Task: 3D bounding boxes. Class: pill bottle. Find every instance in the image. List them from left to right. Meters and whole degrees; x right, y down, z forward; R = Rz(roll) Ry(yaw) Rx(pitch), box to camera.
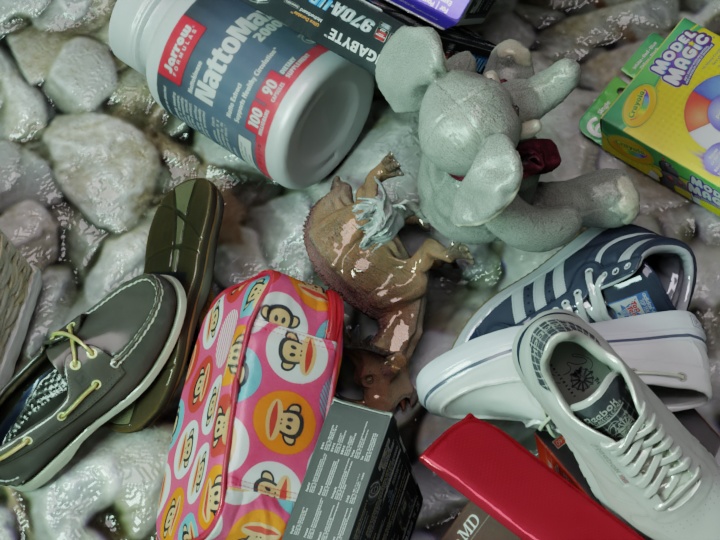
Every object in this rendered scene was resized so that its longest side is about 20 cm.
[{"bbox_3d":[-0.099,-0.161,1.382,0.199,0.120,0.120,32,72,24],"label":"pill bottle"}]

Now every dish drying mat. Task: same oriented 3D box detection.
[{"bbox_3d":[0.134,0.163,1.112,0.200,0.018,0.077,37,32,14],"label":"dish drying mat"}]

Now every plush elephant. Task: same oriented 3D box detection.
[{"bbox_3d":[0.089,-0.093,1.191,0.199,0.155,0.165,-24,72,-17],"label":"plush elephant"}]

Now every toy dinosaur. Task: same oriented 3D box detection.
[{"bbox_3d":[0.000,0.000,1.297,0.135,0.086,0.200,-32,61,-6],"label":"toy dinosaur"}]

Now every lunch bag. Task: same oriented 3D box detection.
[{"bbox_3d":[-0.085,0.110,1.218,0.082,0.176,0.201,19,70,-20],"label":"lunch bag"}]

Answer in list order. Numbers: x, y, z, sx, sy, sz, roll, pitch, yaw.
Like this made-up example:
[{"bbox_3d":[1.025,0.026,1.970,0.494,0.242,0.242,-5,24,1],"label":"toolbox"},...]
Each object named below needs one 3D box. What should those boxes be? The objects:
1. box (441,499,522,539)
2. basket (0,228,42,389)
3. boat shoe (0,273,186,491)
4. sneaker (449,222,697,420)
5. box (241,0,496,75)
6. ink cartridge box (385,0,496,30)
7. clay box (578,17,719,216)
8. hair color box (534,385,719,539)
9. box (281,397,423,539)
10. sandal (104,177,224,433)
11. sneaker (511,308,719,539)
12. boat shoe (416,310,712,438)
[{"bbox_3d":[0.138,0.233,1.133,0.200,0.075,0.100,46,116,29],"label":"box"},{"bbox_3d":[-0.374,0.042,1.302,0.197,0.161,0.201,9,66,14],"label":"basket"},{"bbox_3d":[-0.208,0.077,1.272,0.201,0.061,0.072,-48,52,7],"label":"boat shoe"},{"bbox_3d":[0.151,0.038,1.232,0.200,0.070,0.108,-41,23,-14],"label":"sneaker"},{"bbox_3d":[0.014,-0.187,1.333,0.159,0.200,0.046,32,104,23],"label":"box"},{"bbox_3d":[0.004,-0.246,1.348,0.197,0.200,0.044,28,104,6],"label":"ink cartridge box"},{"bbox_3d":[0.274,-0.110,1.327,0.199,0.048,0.115,33,72,23],"label":"clay box"},{"bbox_3d":[0.218,0.163,1.184,0.101,0.061,0.200,-36,63,-9],"label":"hair color box"},{"bbox_3d":[-0.017,0.208,1.147,0.043,0.160,0.201,13,66,17],"label":"box"},{"bbox_3d":[-0.141,0.030,1.322,0.081,0.055,0.201,2,71,38],"label":"sandal"},{"bbox_3d":[0.172,0.111,1.104,0.076,0.080,0.200,-45,94,-4],"label":"sneaker"},{"bbox_3d":[0.138,0.077,1.169,0.199,0.074,0.067,-14,56,5],"label":"boat shoe"}]
